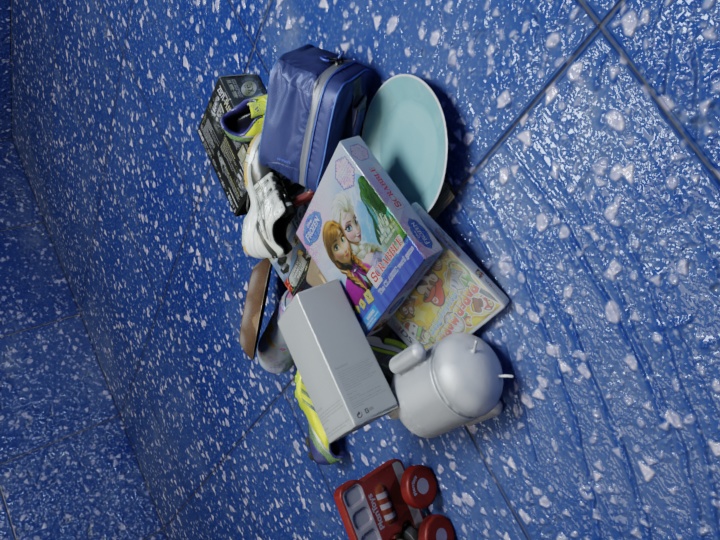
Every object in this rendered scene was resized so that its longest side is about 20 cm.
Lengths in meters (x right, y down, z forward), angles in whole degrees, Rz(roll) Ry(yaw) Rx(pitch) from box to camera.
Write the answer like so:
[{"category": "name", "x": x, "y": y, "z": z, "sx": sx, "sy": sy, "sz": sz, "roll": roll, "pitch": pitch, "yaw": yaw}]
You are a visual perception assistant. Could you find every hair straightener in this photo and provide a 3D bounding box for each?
[{"category": "hair straightener", "x": -0.142, "y": -0.136, "z": 1.061, "sx": 0.198, "sy": 0.040, "sz": 0.079, "roll": -22, "pitch": 80, "yaw": 47}]

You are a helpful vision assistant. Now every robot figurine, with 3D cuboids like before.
[{"category": "robot figurine", "x": 0.119, "y": 0.160, "z": 0.845, "sx": 0.167, "sy": 0.115, "sz": 0.199, "roll": 32, "pitch": 137, "yaw": -17}]

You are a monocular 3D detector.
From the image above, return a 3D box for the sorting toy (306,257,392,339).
[{"category": "sorting toy", "x": 0.000, "y": 0.000, "z": 0.977, "sx": 0.183, "sy": 0.036, "sz": 0.203, "roll": 36, "pitch": 137, "yaw": 19}]

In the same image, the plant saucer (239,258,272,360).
[{"category": "plant saucer", "x": -0.203, "y": 0.069, "z": 1.173, "sx": 0.200, "sy": 0.036, "sz": 0.207, "roll": -169, "pitch": 89, "yaw": -83}]

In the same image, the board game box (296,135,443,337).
[{"category": "board game box", "x": 0.002, "y": -0.042, "z": 0.857, "sx": 0.201, "sy": 0.041, "sz": 0.201, "roll": 54, "pitch": 140, "yaw": 18}]

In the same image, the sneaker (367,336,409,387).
[{"category": "sneaker", "x": -0.010, "y": 0.147, "z": 0.969, "sx": 0.194, "sy": 0.083, "sz": 0.075, "roll": 5, "pitch": 147, "yaw": 21}]

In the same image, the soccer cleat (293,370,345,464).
[{"category": "soccer cleat", "x": -0.076, "y": 0.279, "z": 1.197, "sx": 0.082, "sy": 0.064, "sz": 0.206, "roll": -12, "pitch": 91, "yaw": 27}]

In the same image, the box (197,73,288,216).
[{"category": "box", "x": -0.219, "y": -0.237, "z": 1.159, "sx": 0.164, "sy": 0.085, "sz": 0.204, "roll": -44, "pitch": 69, "yaw": 50}]

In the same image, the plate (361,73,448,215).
[{"category": "plate", "x": 0.063, "y": -0.167, "z": 0.852, "sx": 0.198, "sy": 0.025, "sz": 0.207, "roll": 17, "pitch": 111, "yaw": 54}]

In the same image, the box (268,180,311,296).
[{"category": "box", "x": -0.099, "y": -0.074, "z": 1.075, "sx": 0.138, "sy": 0.039, "sz": 0.201, "roll": 54, "pitch": 127, "yaw": 25}]

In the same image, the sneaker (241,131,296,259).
[{"category": "sneaker", "x": -0.140, "y": -0.121, "z": 0.995, "sx": 0.085, "sy": 0.075, "sz": 0.207, "roll": 7, "pitch": 102, "yaw": 24}]

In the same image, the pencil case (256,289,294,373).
[{"category": "pencil case", "x": -0.139, "y": 0.119, "z": 1.187, "sx": 0.202, "sy": 0.088, "sz": 0.085, "roll": -60, "pitch": 42, "yaw": 45}]

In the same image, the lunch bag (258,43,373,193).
[{"category": "lunch bag", "x": -0.057, "y": -0.228, "z": 0.902, "sx": 0.130, "sy": 0.136, "sz": 0.204, "roll": 26, "pitch": 129, "yaw": 12}]

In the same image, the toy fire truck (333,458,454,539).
[{"category": "toy fire truck", "x": 0.051, "y": 0.422, "z": 0.996, "sx": 0.111, "sy": 0.165, "sz": 0.205, "roll": -26, "pitch": 83, "yaw": 52}]

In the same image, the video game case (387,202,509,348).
[{"category": "video game case", "x": 0.089, "y": 0.029, "z": 0.870, "sx": 0.182, "sy": 0.023, "sz": 0.201, "roll": 46, "pitch": 138, "yaw": 5}]

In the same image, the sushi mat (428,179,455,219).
[{"category": "sushi mat", "x": 0.066, "y": -0.090, "z": 0.908, "sx": 0.097, "sy": 0.012, "sz": 0.200, "roll": 60, "pitch": 141, "yaw": 17}]

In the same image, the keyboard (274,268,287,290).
[{"category": "keyboard", "x": -0.134, "y": -0.042, "z": 1.164, "sx": 0.106, "sy": 0.039, "sz": 0.200, "roll": 61, "pitch": 141, "yaw": 14}]

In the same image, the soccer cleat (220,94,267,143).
[{"category": "soccer cleat", "x": -0.142, "y": -0.265, "z": 1.002, "sx": 0.195, "sy": 0.083, "sz": 0.067, "roll": -20, "pitch": 79, "yaw": 20}]

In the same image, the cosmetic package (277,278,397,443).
[{"category": "cosmetic package", "x": -0.039, "y": 0.131, "z": 0.883, "sx": 0.204, "sy": 0.079, "sz": 0.113, "roll": 66, "pitch": 149, "yaw": 14}]
